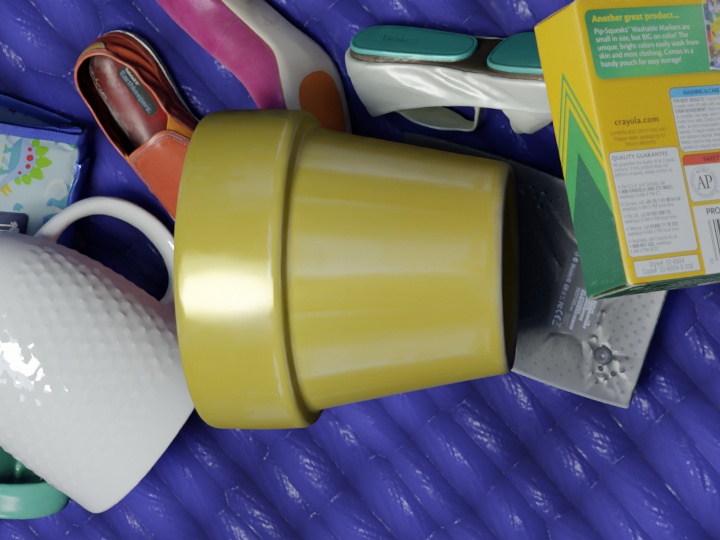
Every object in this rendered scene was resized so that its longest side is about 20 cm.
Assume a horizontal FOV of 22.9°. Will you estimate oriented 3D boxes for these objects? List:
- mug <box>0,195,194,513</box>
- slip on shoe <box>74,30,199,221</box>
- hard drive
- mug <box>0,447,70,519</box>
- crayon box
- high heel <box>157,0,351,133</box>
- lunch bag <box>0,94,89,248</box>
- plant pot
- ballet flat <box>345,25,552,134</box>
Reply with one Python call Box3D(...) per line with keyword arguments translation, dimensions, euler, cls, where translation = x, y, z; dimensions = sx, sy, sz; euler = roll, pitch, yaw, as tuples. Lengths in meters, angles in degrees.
Box3D(translation=(-0.200, 0.040, 1.255), dimensions=(0.175, 0.200, 0.148), euler=(38, 157, -14), cls="mug")
Box3D(translation=(-0.134, -0.081, 1.254), dimensions=(0.074, 0.061, 0.200), euler=(-37, 88, 26), cls="slip on shoe")
Box3D(translation=(0.107, -0.005, 1.171), dimensions=(0.200, 0.042, 0.135), euler=(22, 111, 19), cls="hard drive")
Box3D(translation=(-0.329, 0.139, 1.368), dimensions=(0.185, 0.114, 0.152), euler=(-19, 94, 28), cls="mug")
Box3D(translation=(0.179, -0.090, 1.053), dimensions=(0.052, 0.125, 0.200), euler=(-24, 74, 64), cls="crayon box")
Box3D(translation=(-0.078, -0.137, 1.215), dimensions=(0.096, 0.067, 0.200), euler=(-22, 98, 39), cls="high heel")
Box3D(translation=(-0.307, -0.048, 1.313), dimensions=(0.200, 0.127, 0.170), euler=(14, 110, 3), cls="lunch bag")
Box3D(translation=(0.000, 0.000, 1.100), dimensions=(0.188, 0.201, 0.201), euler=(1, 104, 10), cls="plant pot")
Box3D(translation=(0.085, -0.120, 1.148), dimensions=(0.200, 0.069, 0.070), euler=(6, 106, 27), cls="ballet flat")
